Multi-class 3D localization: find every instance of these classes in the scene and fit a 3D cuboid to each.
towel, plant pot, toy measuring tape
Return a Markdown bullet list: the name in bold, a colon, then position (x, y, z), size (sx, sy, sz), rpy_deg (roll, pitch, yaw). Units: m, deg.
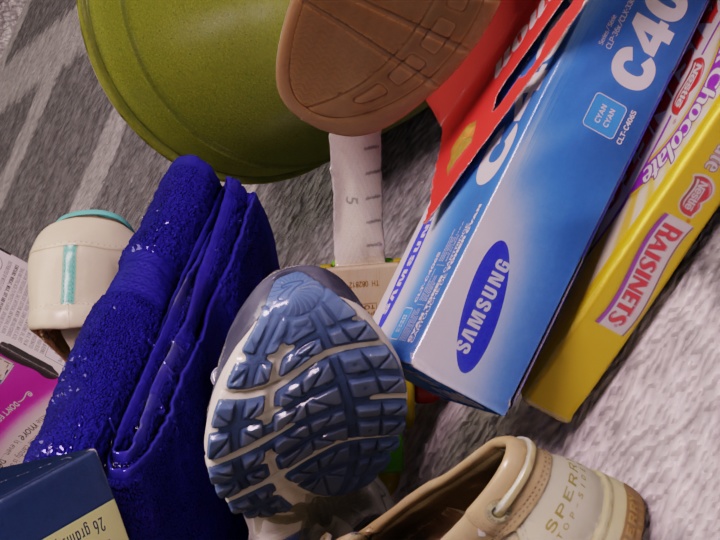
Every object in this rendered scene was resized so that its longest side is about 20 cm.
- **towel**: position (-0.068, 0.065, 0.863), size (0.049, 0.149, 0.201), rpy_deg (-5, 35, 20)
- **plant pot**: position (-0.011, -0.148, 1.047), size (0.192, 0.200, 0.202), rpy_deg (-1, 64, 57)
- **toy measuring tape**: position (0.000, 0.000, 0.898), size (0.074, 0.073, 0.202), rpy_deg (-141, 46, -72)

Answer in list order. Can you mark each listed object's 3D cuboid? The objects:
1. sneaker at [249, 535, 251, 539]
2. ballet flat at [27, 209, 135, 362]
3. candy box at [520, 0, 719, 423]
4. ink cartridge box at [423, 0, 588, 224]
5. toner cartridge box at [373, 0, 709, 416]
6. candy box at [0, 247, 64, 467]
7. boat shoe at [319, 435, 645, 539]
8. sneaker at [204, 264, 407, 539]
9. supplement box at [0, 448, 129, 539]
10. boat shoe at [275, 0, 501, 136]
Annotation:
- **sneaker**: position (-0.111, 0.142, 1.045), size (0.200, 0.099, 0.078), rpy_deg (-46, 25, 45)
- **ballet flat**: position (-0.097, 0.051, 0.946), size (0.069, 0.200, 0.070), rpy_deg (-10, 56, 16)
- **candy box**: position (0.114, -0.049, 0.780), size (0.201, 0.026, 0.102), rpy_deg (-58, 19, 20)
- **ink cartridge box**: position (0.058, -0.137, 0.822), size (0.161, 0.050, 0.201), rpy_deg (-55, 11, 36)
- **toner cartridge box**: position (0.069, -0.047, 0.790), size (0.201, 0.043, 0.095), rpy_deg (-64, 10, -5)
- **candy box**: position (-0.159, 0.077, 1.101), size (0.136, 0.199, 0.061), rpy_deg (-44, 21, 43)
- **boat shoe**: position (0.013, 0.108, 0.751), size (0.200, 0.063, 0.074), rpy_deg (-35, 29, 40)
- **sneaker**: position (-0.029, 0.052, 0.801), size (0.201, 0.076, 0.086), rpy_deg (90, 162, -55)
- **supplement box**: position (-0.168, 0.193, 0.754), size (0.199, 0.201, 0.134), rpy_deg (-14, 8, 40)
- **boat shoe**: position (0.029, -0.144, 0.788), size (0.072, 0.072, 0.201), rpy_deg (-83, 17, -64)
